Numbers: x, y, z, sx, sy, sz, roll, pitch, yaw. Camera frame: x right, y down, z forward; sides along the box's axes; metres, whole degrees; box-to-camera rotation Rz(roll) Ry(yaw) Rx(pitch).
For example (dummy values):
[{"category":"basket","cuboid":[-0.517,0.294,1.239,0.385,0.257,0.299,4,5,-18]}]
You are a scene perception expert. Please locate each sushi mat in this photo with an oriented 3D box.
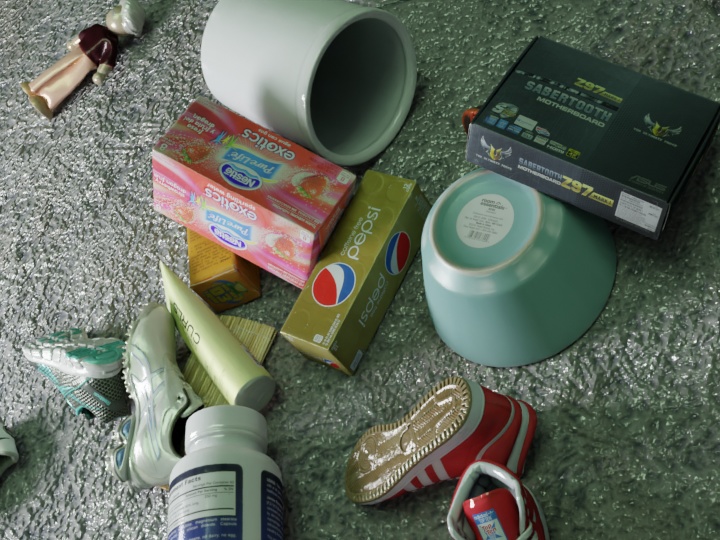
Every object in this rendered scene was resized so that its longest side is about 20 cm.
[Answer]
[{"category":"sushi mat","cuboid":[-0.165,0.140,1.249,0.094,0.012,0.202,10,66,35]}]

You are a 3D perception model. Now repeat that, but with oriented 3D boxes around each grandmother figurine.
[{"category":"grandmother figurine","cuboid":[-0.373,-0.295,1.610,0.200,0.061,0.121,-43,59,2]}]

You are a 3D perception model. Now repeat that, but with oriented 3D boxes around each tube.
[{"category":"tube","cuboid":[-0.162,0.073,1.243,0.200,0.052,0.058,45,107,38]}]

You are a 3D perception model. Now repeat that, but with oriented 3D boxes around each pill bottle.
[{"category":"pill bottle","cuboid":[-0.127,0.236,1.106,0.109,0.111,0.203,-16,54,19]}]

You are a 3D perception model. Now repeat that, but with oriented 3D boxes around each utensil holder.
[{"category":"utensil holder","cuboid":[-0.063,-0.230,1.326,0.199,0.170,0.171,28,76,39]}]

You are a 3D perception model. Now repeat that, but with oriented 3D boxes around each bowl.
[{"category":"bowl","cuboid":[0.136,-0.021,1.126,0.198,0.105,0.204,-13,56,21]}]

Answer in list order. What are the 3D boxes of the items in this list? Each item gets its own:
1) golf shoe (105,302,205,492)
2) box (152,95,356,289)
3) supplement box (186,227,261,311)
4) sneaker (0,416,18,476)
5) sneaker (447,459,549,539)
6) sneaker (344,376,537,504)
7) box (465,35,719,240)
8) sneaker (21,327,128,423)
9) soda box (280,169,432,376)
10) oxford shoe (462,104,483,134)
[{"category":"golf shoe","cuboid":[-0.199,0.128,1.226,0.096,0.078,0.203,-7,66,21]},{"category":"box","cuboid":[-0.115,-0.082,1.243,0.198,0.103,0.095,28,55,10]},{"category":"supplement box","cuboid":[-0.158,-0.058,1.336,0.068,0.067,0.202,-22,52,15]},{"category":"sneaker","cuboid":[-0.461,0.252,1.303,0.201,0.074,0.088,-49,49,-6]},{"category":"sneaker","cuboid":[0.129,0.247,0.945,0.070,0.113,0.202,-27,51,10]},{"category":"sneaker","cuboid":[0.076,0.168,1.075,0.200,0.111,0.072,-40,44,41]},{"category":"box","cuboid":[0.219,-0.129,1.097,0.198,0.051,0.158,26,51,18]},{"category":"sneaker","cuboid":[-0.316,0.120,1.307,0.077,0.093,0.199,-18,15,-32]},{"category":"soda box","cuboid":[0.000,0.000,1.213,0.067,0.064,0.202,16,70,34]},{"category":"oxford shoe","cuboid":[0.197,-0.137,1.198,0.198,0.072,0.073,21,55,30]}]
